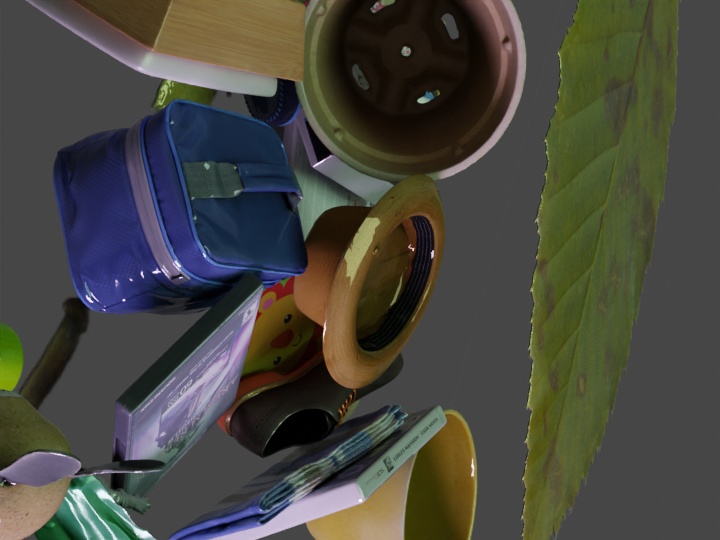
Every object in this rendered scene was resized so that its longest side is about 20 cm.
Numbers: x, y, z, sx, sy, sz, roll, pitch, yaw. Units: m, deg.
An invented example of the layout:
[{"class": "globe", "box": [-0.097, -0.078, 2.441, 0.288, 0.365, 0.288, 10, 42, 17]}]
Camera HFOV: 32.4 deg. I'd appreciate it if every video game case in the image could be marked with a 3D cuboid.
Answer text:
[{"class": "video game case", "box": [-0.038, 0.190, 1.126, 0.024, 0.198, 0.181, 64, 31, -3]}, {"class": "video game case", "box": [-0.137, 0.101, 0.950, 0.143, 0.019, 0.201, -46, 166, -31]}]

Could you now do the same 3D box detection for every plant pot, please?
[{"class": "plant pot", "box": [0.023, 0.242, 1.306, 0.199, 0.140, 0.203, -10, 101, -63]}, {"class": "plant pot", "box": [0.044, -0.194, 1.130, 0.184, 0.197, 0.204, -82, 169, -77]}]

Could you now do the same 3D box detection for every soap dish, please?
[{"class": "soap dish", "box": [-0.141, -0.200, 0.905, 0.199, 0.156, 0.082, -5, 125, -63]}]

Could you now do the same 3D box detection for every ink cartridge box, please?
[{"class": "ink cartridge box", "box": [-0.049, -0.053, 1.242, 0.200, 0.049, 0.165, 22, 73, -68]}, {"class": "ink cartridge box", "box": [-0.002, -0.121, 1.225, 0.200, 0.039, 0.101, 27, 39, -62]}]

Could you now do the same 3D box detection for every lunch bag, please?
[{"class": "lunch bag", "box": [-0.122, -0.045, 0.955, 0.199, 0.131, 0.138, 0, 75, -64]}]

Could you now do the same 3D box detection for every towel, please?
[{"class": "towel", "box": [-0.063, 0.179, 1.094, 0.199, 0.146, 0.024, -29, 92, -45]}]

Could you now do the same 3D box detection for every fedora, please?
[{"class": "fedora", "box": [0.000, 0.000, 1.053, 0.201, 0.081, 0.203, -47, 148, -42]}]

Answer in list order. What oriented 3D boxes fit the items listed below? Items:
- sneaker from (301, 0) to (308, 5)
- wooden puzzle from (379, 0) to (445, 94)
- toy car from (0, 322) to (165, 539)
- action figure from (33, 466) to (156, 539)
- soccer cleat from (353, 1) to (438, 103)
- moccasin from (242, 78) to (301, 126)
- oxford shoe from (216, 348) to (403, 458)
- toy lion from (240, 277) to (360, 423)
[{"class": "sneaker", "box": [-0.061, -0.330, 1.169, 0.201, 0.076, 0.085, 67, 17, -45]}, {"class": "wooden puzzle", "box": [0.058, -0.221, 1.443, 0.199, 0.037, 0.188, 12, 81, -64]}, {"class": "toy car", "box": [-0.221, 0.095, 0.727, 0.164, 0.197, 0.160, 18, 77, -63]}, {"class": "action figure", "box": [-0.195, 0.197, 0.927, 0.055, 0.117, 0.201, -90, 157, -52]}, {"class": "soccer cleat", "box": [0.023, -0.203, 1.310, 0.087, 0.069, 0.201, -53, 122, -28]}, {"class": "moccasin", "box": [-0.101, -0.227, 1.094, 0.068, 0.080, 0.203, -8, 86, -58]}, {"class": "oxford shoe", "box": [-0.031, 0.119, 1.122, 0.198, 0.072, 0.072, -21, 134, -32]}, {"class": "toy lion", "box": [-0.072, 0.075, 1.144, 0.190, 0.068, 0.202, -22, 135, -42]}]
